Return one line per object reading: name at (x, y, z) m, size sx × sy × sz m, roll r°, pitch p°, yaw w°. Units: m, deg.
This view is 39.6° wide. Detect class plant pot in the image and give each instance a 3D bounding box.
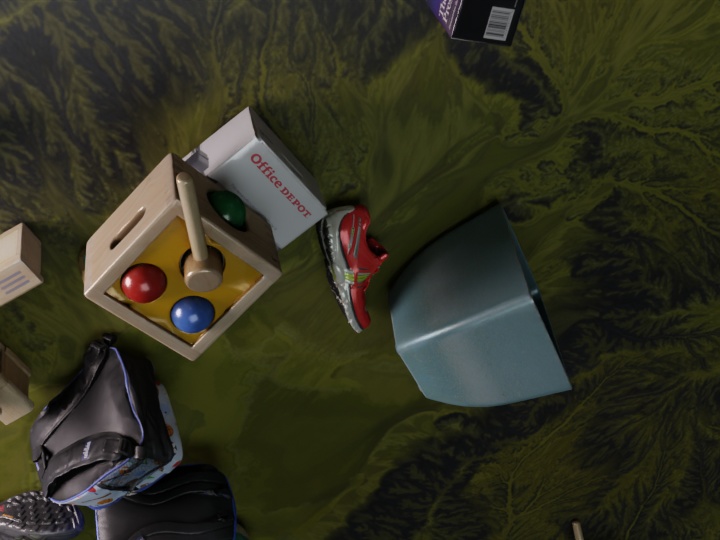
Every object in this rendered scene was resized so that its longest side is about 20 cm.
plant pot at (0.149, 0.069, 1.369) m, size 0.198 × 0.197 × 0.197 m, roll -22°, pitch 130°, yaw 11°

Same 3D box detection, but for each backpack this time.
backpack at (-0.344, 0.222, 1.344) m, size 0.190 × 0.201 × 0.154 m, roll -33°, pitch 142°, yaw 13°
backpack at (-0.284, 0.371, 1.484) m, size 0.197 × 0.164 × 0.168 m, roll -8°, pitch 157°, yaw -11°

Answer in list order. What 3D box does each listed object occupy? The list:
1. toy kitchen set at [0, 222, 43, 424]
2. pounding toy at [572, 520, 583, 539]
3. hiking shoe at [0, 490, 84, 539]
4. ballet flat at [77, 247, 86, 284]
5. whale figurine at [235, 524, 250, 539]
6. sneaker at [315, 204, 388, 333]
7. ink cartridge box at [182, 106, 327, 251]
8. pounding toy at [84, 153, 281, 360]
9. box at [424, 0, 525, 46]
toy kitchen set at (-0.429, 0.097, 1.224) m, size 0.179 × 0.164 × 0.201 m, roll -28°, pitch 129°, yaw 6°
pounding toy at (0.437, 0.605, 1.877) m, size 0.141 × 0.185 × 0.201 m, roll 11°, pitch 124°, yaw -38°
hiking shoe at (-0.508, 0.384, 1.486) m, size 0.197 × 0.076 × 0.101 m, roll 1°, pitch 135°, yaw -6°
ballet flat at (-0.288, 0.045, 1.292) m, size 0.068 × 0.063 × 0.200 m, roll -38°, pitch 128°, yaw 14°
whale figurine at (-0.241, 0.498, 1.623) m, size 0.157 × 0.104 × 0.202 m, roll 0°, pitch 126°, yaw -17°
sneaker at (0.000, 0.000, 1.341) m, size 0.084 × 0.077 × 0.202 m, roll -18°, pitch 130°, yaw -9°
ink cartridge box at (-0.162, -0.077, 1.224) m, size 0.199 × 0.084 × 0.145 m, roll -36°, pitch 126°, yaw 12°
pounding toy at (-0.192, -0.022, 1.102) m, size 0.200 × 0.143 × 0.184 m, roll -43°, pitch 124°, yaw 17°
box at (0.134, -0.363, 1.062) m, size 0.078 × 0.142 × 0.202 m, roll 4°, pitch 125°, yaw -17°
